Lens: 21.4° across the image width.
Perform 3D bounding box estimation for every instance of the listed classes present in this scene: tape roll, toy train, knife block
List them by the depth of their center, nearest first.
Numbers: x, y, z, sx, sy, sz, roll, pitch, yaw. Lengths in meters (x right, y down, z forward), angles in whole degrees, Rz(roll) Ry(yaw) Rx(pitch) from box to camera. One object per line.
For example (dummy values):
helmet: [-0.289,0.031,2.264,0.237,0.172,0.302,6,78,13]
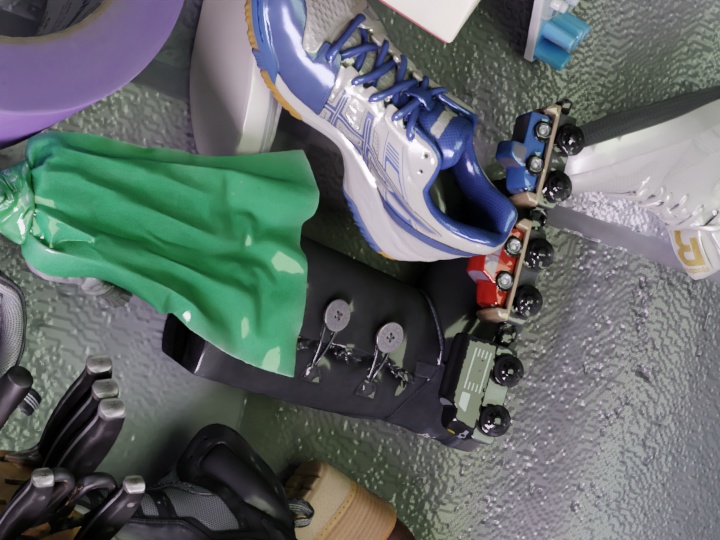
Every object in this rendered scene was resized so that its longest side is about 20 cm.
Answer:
tape roll: [-0.181,-0.158,0.864,0.199,0.085,0.202,9,75,-36]
knife block: [-0.174,0.118,0.883,0.064,0.199,0.177,10,88,-35]
toy train: [0.081,-0.003,1.061,0.045,0.034,0.202,19,80,-15]

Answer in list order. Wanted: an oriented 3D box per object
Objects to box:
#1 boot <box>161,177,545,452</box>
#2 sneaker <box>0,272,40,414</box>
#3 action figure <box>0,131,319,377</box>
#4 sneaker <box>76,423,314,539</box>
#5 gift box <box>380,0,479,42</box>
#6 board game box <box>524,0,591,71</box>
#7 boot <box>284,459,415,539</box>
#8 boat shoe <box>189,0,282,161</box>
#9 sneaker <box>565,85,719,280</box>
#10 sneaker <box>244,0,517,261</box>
boot: [0.000,0.001,1.070,0.199,0.065,0.166,18,80,-28]
sneaker: [-0.220,-0.007,0.868,0.076,0.113,0.200,-50,121,-16]
action figure: [-0.107,-0.020,0.917,0.199,0.054,0.119,15,69,-46]
sneaker: [-0.119,0.131,0.997,0.198,0.114,0.076,18,129,-5]
gift box: [0.018,-0.241,0.896,0.187,0.199,0.185,-59,173,35]
board game box: [0.165,-0.230,1.079,0.026,0.200,0.201,33,74,11]
boot: [-0.025,0.227,1.076,0.200,0.072,0.167,-51,120,-21]
boat shoe: [-0.044,-0.146,1.011,0.068,0.072,0.202,7,84,-32]
sneaker: [0.198,-0.046,1.186,0.199,0.073,0.117,-16,103,-33]
sneaker: [0.017,-0.088,0.974,0.076,0.088,0.201,-55,128,-28]
